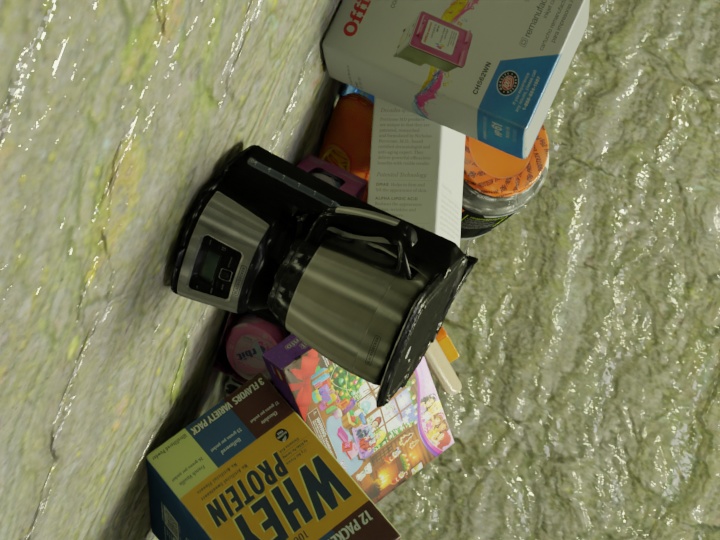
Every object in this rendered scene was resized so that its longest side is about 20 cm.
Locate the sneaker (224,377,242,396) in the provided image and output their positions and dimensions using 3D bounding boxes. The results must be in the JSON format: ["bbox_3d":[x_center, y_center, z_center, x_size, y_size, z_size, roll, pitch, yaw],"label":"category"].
[{"bbox_3d":[-0.096,0.104,1.836,0.200,0.080,0.084,112,-12,-70],"label":"sneaker"}]

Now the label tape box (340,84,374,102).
[{"bbox_3d":[0.043,-0.202,1.817,0.200,0.063,0.145,66,48,-80],"label":"label tape box"}]

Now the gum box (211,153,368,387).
[{"bbox_3d":[-0.064,-0.002,1.669,0.114,0.066,0.202,-53,165,-62],"label":"gum box"}]

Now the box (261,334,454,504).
[{"bbox_3d":[0.001,0.120,1.664,0.136,0.039,0.201,-36,128,-20],"label":"box"}]

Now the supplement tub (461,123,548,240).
[{"bbox_3d":[0.120,-0.106,1.836,0.123,0.122,0.200,-64,-174,-13],"label":"supplement tub"}]

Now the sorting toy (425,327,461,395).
[{"bbox_3d":[0.048,0.028,1.961,0.036,0.186,0.200,-30,-162,-1],"label":"sorting toy"}]

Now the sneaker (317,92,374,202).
[{"bbox_3d":[-0.017,-0.085,1.743,0.077,0.073,0.201,-45,158,-40],"label":"sneaker"}]

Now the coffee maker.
[{"bbox_3d":[-0.030,0.000,1.424,0.136,0.199,0.192,-64,170,6],"label":"coffee maker"}]

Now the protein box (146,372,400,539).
[{"bbox_3d":[-0.084,0.242,1.650,0.134,0.200,0.199,-35,160,-21],"label":"protein box"}]

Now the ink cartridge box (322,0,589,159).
[{"bbox_3d":[0.083,-0.209,1.579,0.146,0.198,0.085,-65,168,-10],"label":"ink cartridge box"}]

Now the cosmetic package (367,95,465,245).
[{"bbox_3d":[0.053,-0.098,1.664,0.102,0.073,0.203,32,60,-72],"label":"cosmetic package"}]
